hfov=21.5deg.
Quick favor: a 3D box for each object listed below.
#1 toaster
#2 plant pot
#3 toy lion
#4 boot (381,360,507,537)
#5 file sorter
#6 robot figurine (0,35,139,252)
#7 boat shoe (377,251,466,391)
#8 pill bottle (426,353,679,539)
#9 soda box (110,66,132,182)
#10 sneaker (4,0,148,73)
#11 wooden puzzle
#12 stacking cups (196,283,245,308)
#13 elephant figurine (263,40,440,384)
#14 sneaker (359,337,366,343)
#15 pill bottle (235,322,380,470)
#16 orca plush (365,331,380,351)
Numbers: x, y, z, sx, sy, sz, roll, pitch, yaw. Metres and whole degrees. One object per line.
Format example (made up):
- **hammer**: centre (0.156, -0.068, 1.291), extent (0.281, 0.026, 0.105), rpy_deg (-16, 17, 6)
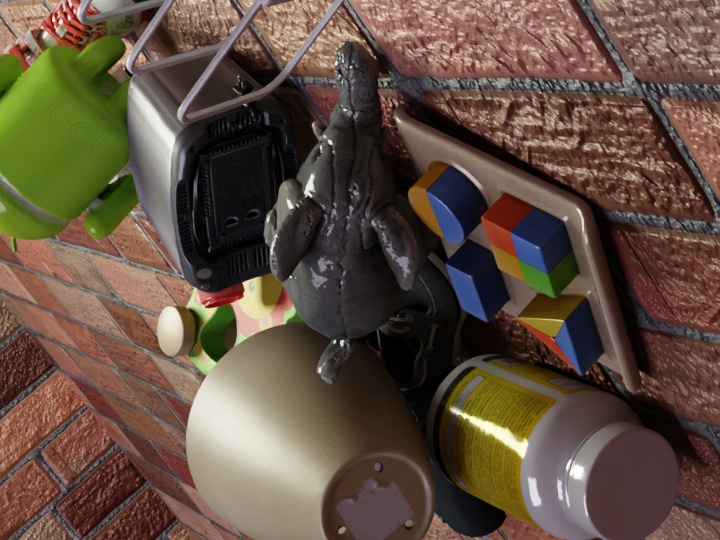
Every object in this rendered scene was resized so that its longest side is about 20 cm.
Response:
- **toaster**: centre (-0.123, -0.092, 1.538), extent (0.129, 0.113, 0.201), rpy_deg (47, 150, 45)
- **plant pot**: centre (-0.020, 0.156, 1.487), extent (0.188, 0.187, 0.200), rpy_deg (55, 170, -23)
- **toy lion**: centre (-0.097, 0.012, 1.685), extent (0.192, 0.068, 0.201), rpy_deg (35, 118, 49)
- **boot**: centre (0.098, 0.172, 1.676), extent (0.200, 0.076, 0.168), rpy_deg (37, 158, 54)
- **file sorter**: centre (-0.116, -0.206, 1.185), extent (0.200, 0.139, 0.125), rpy_deg (45, 121, 10)
- **robot figurine**: centre (-0.260, -0.109, 1.610), extent (0.175, 0.200, 0.116), rpy_deg (43, -166, -6)
- **boat shoe**: centre (0.042, 0.038, 1.546), extent (0.073, 0.062, 0.200), rpy_deg (41, 162, 23)
- **pill bottle**: centre (0.144, 0.136, 1.419), extent (0.113, 0.112, 0.200), rpy_deg (56, 162, -25)
- **soda box**: centre (-0.240, -0.125, 1.896), extent (0.068, 0.063, 0.200), rpy_deg (47, 163, 9)
- **sneaker**: centre (-0.252, -0.208, 1.659), extent (0.067, 0.108, 0.201), rpy_deg (49, 163, -5)
- **wooden puzzle**: centre (0.102, -0.008, 1.318), extent (0.200, 0.046, 0.186), rpy_deg (35, 159, 39)
- **stacking cups**: centre (-0.143, -0.068, 1.651), extent (0.061, 0.060, 0.201), rpy_deg (127, 124, -73)
- **elephant figurine**: centre (-0.013, -0.039, 1.362), extent (0.155, 0.141, 0.200), rpy_deg (53, 170, 13)
- **sneaker**: centre (-0.022, 0.059, 1.684), extent (0.078, 0.070, 0.200), rpy_deg (28, -159, -31)
- **pill bottle**: centre (-0.039, 0.123, 1.858), extent (0.200, 0.111, 0.111), rpy_deg (53, 163, -14)
- **orca plush**: centre (0.000, 0.000, 1.560), extent (0.071, 0.105, 0.200), rpy_deg (3, 139, 22)
